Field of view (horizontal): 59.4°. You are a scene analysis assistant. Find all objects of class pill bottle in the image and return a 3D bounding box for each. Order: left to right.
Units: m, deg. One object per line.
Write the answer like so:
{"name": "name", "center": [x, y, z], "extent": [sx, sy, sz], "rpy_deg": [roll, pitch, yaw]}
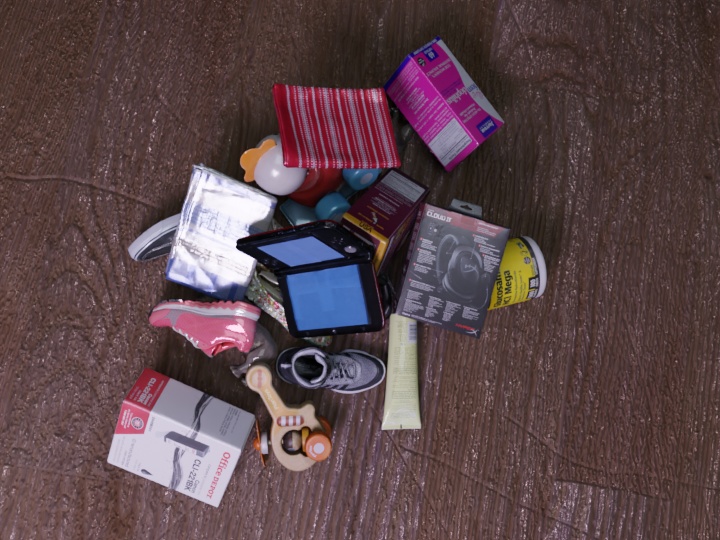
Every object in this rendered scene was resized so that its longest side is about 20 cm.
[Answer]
{"name": "pill bottle", "center": [0.224, 0.014, 1.134], "extent": [0.194, 0.112, 0.116], "rpy_deg": [-14, 86, -10]}

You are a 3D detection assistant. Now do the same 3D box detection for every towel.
{"name": "towel", "center": [-0.229, -0.054, 1.026], "extent": [0.143, 0.024, 0.205], "rpy_deg": [21, 108, -6]}
{"name": "towel", "center": [-0.037, -0.228, 0.991], "extent": [0.194, 0.023, 0.149], "rpy_deg": [-3, 71, -20]}

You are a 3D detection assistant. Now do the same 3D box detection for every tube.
{"name": "tube", "center": [0.074, 0.180, 1.128], "extent": [0.056, 0.052, 0.207], "rpy_deg": [-1, 86, 24]}

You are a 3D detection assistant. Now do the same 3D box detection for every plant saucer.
{"name": "plant saucer", "center": [-0.054, -0.149, 1.158], "extent": [0.199, 0.019, 0.070], "rpy_deg": [-41, 91, -10]}

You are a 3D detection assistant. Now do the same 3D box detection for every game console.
{"name": "game console", "center": [-0.079, 0.020, 0.968], "extent": [0.195, 0.171, 0.122], "rpy_deg": [-9, 66, 33]}

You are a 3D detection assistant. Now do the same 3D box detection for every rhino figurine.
{"name": "rhino figurine", "center": [-0.216, 0.093, 1.085], "extent": [0.086, 0.060, 0.202], "rpy_deg": [-34, 83, -6]}

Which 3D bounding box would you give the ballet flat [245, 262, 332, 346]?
{"name": "ballet flat", "center": [-0.124, 0.058, 1.093], "extent": [0.197, 0.076, 0.064], "rpy_deg": [34, 121, -4]}

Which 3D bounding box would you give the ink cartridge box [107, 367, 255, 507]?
{"name": "ink cartridge box", "center": [-0.285, 0.269, 1.010], "extent": [0.195, 0.084, 0.147], "rpy_deg": [23, 119, -6]}

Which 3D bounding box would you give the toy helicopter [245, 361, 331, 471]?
{"name": "toy helicopter", "center": [-0.139, 0.248, 1.060], "extent": [0.130, 0.079, 0.203], "rpy_deg": [-29, 101, 1]}

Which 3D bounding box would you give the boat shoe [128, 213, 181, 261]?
{"name": "boat shoe", "center": [-0.297, -0.057, 1.082], "extent": [0.196, 0.072, 0.072], "rpy_deg": [-28, 84, -13]}

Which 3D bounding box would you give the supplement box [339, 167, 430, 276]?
{"name": "supplement box", "center": [0.032, -0.074, 1.062], "extent": [0.084, 0.112, 0.200], "rpy_deg": [30, 41, 8]}

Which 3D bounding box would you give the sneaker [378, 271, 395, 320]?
{"name": "sneaker", "center": [0.001, 0.000, 1.102], "extent": [0.075, 0.111, 0.205], "rpy_deg": [-21, 87, -10]}

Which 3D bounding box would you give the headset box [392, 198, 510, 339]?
{"name": "headset box", "center": [0.148, -0.012, 1.030], "extent": [0.144, 0.077, 0.206], "rpy_deg": [14, 95, -3]}

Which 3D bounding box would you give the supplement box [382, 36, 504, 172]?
{"name": "supplement box", "center": [0.151, -0.301, 1.151], "extent": [0.101, 0.103, 0.202], "rpy_deg": [-40, 92, -36]}

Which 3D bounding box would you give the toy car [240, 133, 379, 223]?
{"name": "toy car", "center": [-0.104, -0.185, 1.025], "extent": [0.178, 0.197, 0.186], "rpy_deg": [-50, 63, 30]}

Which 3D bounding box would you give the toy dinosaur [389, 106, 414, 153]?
{"name": "toy dinosaur", "center": [0.037, -0.247, 1.163], "extent": [0.196, 0.076, 0.106], "rpy_deg": [-7, 86, -42]}

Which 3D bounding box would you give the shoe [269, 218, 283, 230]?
{"name": "shoe", "center": [-0.188, -0.074, 1.082], "extent": [0.198, 0.053, 0.071], "rpy_deg": [34, 68, -26]}

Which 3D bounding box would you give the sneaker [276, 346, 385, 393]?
{"name": "sneaker", "center": [-0.046, 0.171, 1.074], "extent": [0.193, 0.114, 0.078], "rpy_deg": [5, 83, -8]}

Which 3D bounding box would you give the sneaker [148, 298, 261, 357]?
{"name": "sneaker", "center": [-0.259, 0.095, 1.022], "extent": [0.194, 0.074, 0.090], "rpy_deg": [-1, 76, 13]}
